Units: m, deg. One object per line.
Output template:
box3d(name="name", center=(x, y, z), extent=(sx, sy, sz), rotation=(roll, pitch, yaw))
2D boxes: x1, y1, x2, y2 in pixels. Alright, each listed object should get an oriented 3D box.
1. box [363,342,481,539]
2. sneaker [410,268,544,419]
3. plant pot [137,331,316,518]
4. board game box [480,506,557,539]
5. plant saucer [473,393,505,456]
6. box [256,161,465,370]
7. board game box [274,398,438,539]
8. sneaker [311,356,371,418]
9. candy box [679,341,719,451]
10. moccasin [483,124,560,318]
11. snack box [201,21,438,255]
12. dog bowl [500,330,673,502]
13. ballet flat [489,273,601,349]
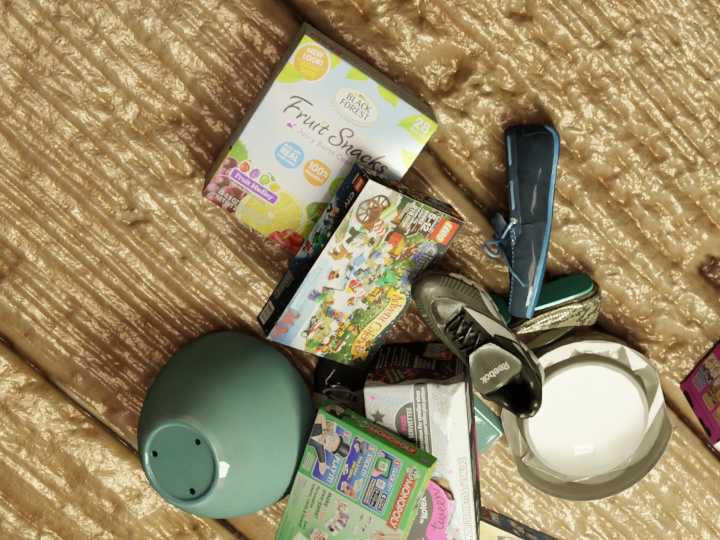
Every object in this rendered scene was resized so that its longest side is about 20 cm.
box3d(name="box", center=(0.069, 0.196, 1.400), extent=(0.113, 0.132, 0.203), rotation=(-4, 106, 8))
box3d(name="sneaker", center=(0.128, 0.080, 1.320), extent=(0.066, 0.091, 0.200), rotation=(-38, 112, 15))
box3d(name="plant pot", center=(-0.161, 0.182, 1.365), extent=(0.197, 0.135, 0.203), rotation=(5, 105, 21))
box3d(name="board game box", center=(0.164, 0.366, 1.539), extent=(0.198, 0.035, 0.137), rotation=(25, 109, -11))
box3d(name="plant saucer", center=(0.080, 0.230, 1.491), extent=(0.070, 0.019, 0.200), rotation=(42, 106, -16))
box3d(name="box", center=(0.000, 0.000, 1.324), extent=(0.135, 0.038, 0.201), rotation=(20, 112, -36))
box3d(name="board game box", center=(-0.011, 0.253, 1.355), extent=(0.133, 0.029, 0.202), rotation=(26, 115, 15))
box3d(name="sneaker", center=(-0.027, 0.178, 1.431), extent=(0.073, 0.089, 0.203), rotation=(10, 110, -4))
box3d(name="candy box", center=(0.449, 0.100, 1.387), extent=(0.061, 0.137, 0.201), rotation=(32, 108, -16))
box3d(name="moccasin", center=(0.169, -0.053, 1.351), extent=(0.067, 0.080, 0.203), rotation=(7, 90, 9))
box3d(name="snack box", center=(-0.043, -0.123, 1.320), extent=(0.167, 0.068, 0.201), rotation=(30, 106, -15))
box3d(name="dog bowl", center=(0.252, 0.160, 1.446), extent=(0.197, 0.059, 0.203), rotation=(0, 112, -1))
box3d(name="ballet flat", center=(0.169, 0.057, 1.403), extent=(0.197, 0.068, 0.076), rotation=(-10, 123, -1))
